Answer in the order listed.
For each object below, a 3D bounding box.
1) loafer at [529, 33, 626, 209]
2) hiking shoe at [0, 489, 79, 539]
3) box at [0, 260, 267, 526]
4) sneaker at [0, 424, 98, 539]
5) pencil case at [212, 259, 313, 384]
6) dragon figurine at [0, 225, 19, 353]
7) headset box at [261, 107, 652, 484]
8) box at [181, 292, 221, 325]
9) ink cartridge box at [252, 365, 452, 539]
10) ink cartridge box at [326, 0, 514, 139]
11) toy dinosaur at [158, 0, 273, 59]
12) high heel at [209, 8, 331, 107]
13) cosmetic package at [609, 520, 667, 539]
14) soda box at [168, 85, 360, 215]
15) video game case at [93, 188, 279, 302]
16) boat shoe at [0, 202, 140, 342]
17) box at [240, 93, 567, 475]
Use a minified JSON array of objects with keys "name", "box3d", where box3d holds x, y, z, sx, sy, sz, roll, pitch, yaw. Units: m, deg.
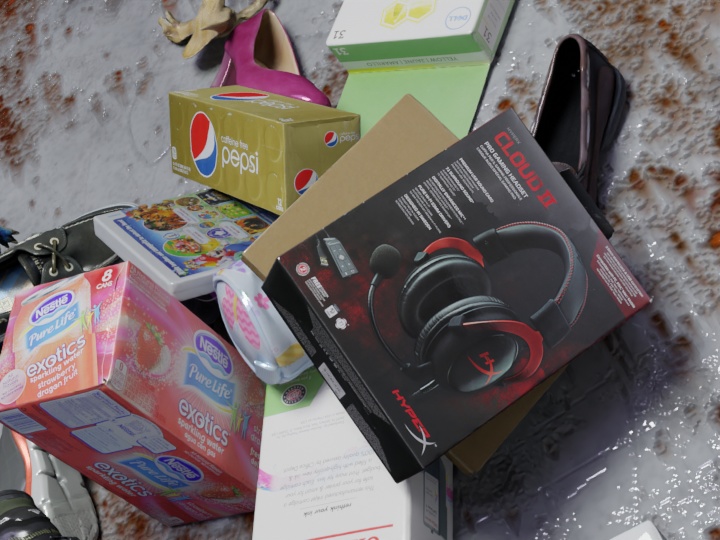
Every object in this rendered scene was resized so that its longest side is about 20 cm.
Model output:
[{"name":"loafer","box3d":[0.134,-0.074,0.941,0.072,0.063,0.201,1,61,35]},{"name":"hiking shoe","box3d":[-0.257,0.260,0.934,0.100,0.076,0.201,23,98,43]},{"name":"box","box3d":[-0.143,0.090,0.919,0.102,0.200,0.095,-14,53,27]},{"name":"sneaker","box3d":[-0.264,0.151,1.050,0.082,0.077,0.200,-35,45,18]},{"name":"pencil case","box3d":[0.000,0.000,0.914,0.199,0.083,0.091,-27,80,-19]},{"name":"dragon figurine","box3d":[-0.329,0.009,1.148,0.059,0.201,0.099,-16,15,17]},{"name":"headset box","box3d":[0.065,0.009,0.814,0.200,0.075,0.149,-33,84,-18]},{"name":"box","box3d":[-0.167,0.037,1.052,0.200,0.036,0.143,-35,20,7]},{"name":"ink cartridge box","box3d":[-0.004,0.153,0.872,0.117,0.067,0.201,-15,51,25]},{"name":"ink cartridge box","box3d":[0.039,-0.175,1.092,0.145,0.048,0.201,2,59,36]},{"name":"toy dinosaur","box3d":[-0.127,-0.232,1.232,0.101,0.058,0.200,-51,23,-7]},{"name":"high heel","box3d":[-0.063,-0.175,1.133,0.096,0.067,0.200,-61,26,-3]},{"name":"cosmetic package","box3d":[0.098,0.223,0.730,0.200,0.102,0.074,-31,48,11]},{"name":"soda box","box3d":[-0.075,-0.093,1.003,0.200,0.064,0.068,22,117,56]},{"name":"video game case","box3d":[-0.078,-0.033,0.996,0.199,0.018,0.143,-16,29,-28]},{"name":"boat shoe","box3d":[-0.257,0.005,1.084,0.200,0.057,0.069,-31,75,-6]},{"name":"box","box3d":[0.050,0.005,0.866,0.200,0.021,0.164,43,71,4]}]
